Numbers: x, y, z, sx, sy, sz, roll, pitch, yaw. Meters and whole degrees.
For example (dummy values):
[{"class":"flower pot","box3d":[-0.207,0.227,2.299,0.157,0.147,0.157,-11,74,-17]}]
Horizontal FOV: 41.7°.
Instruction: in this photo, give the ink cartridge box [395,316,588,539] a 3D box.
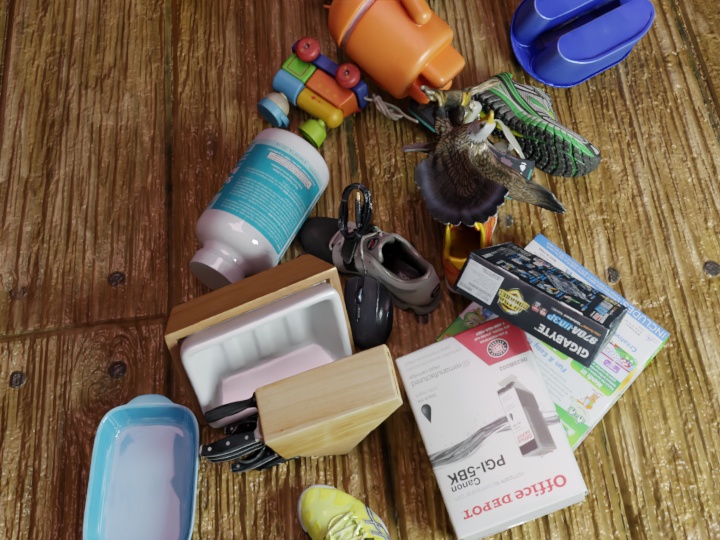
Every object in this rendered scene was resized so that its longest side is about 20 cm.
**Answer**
[{"class":"ink cartridge box","box3d":[0.139,0.168,1.010,0.145,0.083,0.203,-23,70,7]}]

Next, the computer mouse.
[{"class":"computer mouse","box3d":[0.000,0.000,1.096,0.058,0.203,0.034,0,15,32]}]

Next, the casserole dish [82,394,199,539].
[{"class":"casserole dish","box3d":[-0.236,0.238,1.040,0.119,0.039,0.203,-2,61,1]}]

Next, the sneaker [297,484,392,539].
[{"class":"sneaker","box3d":[0.010,0.294,0.981,0.075,0.077,0.200,-42,67,-17]}]

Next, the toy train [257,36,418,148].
[{"class":"toy train","box3d":[-0.035,-0.210,1.256,0.199,0.085,0.116,36,80,17]}]

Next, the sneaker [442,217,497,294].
[{"class":"sneaker","box3d":[0.134,-0.063,1.161,0.072,0.078,0.202,-3,46,5]}]

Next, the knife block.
[{"class":"knife block","box3d":[-0.073,0.152,1.009,0.173,0.200,0.065,3,57,-31]}]

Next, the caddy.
[{"class":"caddy","box3d":[0.303,-0.340,1.301,0.198,0.105,0.143,-28,88,-13]}]

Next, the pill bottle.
[{"class":"pill bottle","box3d":[-0.128,-0.068,1.160,0.110,0.111,0.201,24,64,14]}]

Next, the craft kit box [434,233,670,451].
[{"class":"craft kit box","box3d":[0.222,0.086,1.106,0.200,0.049,0.197,41,67,20]}]

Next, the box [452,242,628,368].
[{"class":"box","box3d":[0.198,0.030,1.011,0.158,0.200,0.047,31,104,16]}]

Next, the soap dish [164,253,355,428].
[{"class":"soap dish","box3d":[-0.111,0.077,1.064,0.197,0.159,0.082,-21,46,-10]}]

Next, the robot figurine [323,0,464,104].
[{"class":"robot figurine","box3d":[0.040,-0.306,1.220,0.200,0.144,0.117,42,92,3]}]

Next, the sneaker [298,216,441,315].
[{"class":"sneaker","box3d":[0.011,-0.026,1.149,0.198,0.089,0.075,25,66,16]}]

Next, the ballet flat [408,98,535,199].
[{"class":"ballet flat","box3d":[0.150,-0.179,1.233,0.073,0.073,0.200,-39,70,-18]}]

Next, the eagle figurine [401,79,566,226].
[{"class":"eagle figurine","box3d":[0.135,-0.131,1.123,0.150,0.151,0.203,-24,75,7]}]

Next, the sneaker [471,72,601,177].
[{"class":"sneaker","box3d":[0.235,-0.199,1.239,0.199,0.078,0.085,40,69,21]}]
